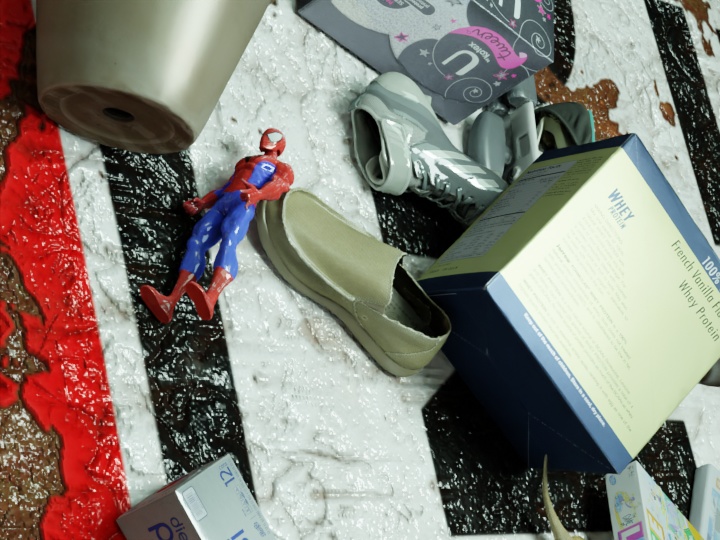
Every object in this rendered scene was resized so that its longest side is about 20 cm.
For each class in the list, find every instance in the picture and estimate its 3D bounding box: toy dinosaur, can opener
[{"bbox_3d":[0.189,0.257,1.486,0.200,0.058,0.102,50,25,-26],"label":"toy dinosaur"},{"bbox_3d":[0.136,-0.168,1.661,0.066,0.052,0.202,25,51,-36],"label":"can opener"}]

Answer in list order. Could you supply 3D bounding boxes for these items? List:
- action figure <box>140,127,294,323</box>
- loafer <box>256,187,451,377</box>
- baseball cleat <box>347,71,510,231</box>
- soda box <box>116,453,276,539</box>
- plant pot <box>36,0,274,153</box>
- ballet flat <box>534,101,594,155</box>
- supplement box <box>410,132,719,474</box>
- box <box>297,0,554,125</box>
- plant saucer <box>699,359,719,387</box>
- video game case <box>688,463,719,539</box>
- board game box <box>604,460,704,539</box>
[{"bbox_3d":[-0.098,-0.043,1.323,0.052,0.065,0.201,61,36,-27],"label":"action figure"},{"bbox_3d":[0.000,0.000,1.402,0.200,0.067,0.076,43,42,-22],"label":"loafer"},{"bbox_3d":[0.061,-0.075,1.527,0.200,0.070,0.106,47,48,-4],"label":"baseball cleat"},{"bbox_3d":[-0.079,0.231,1.180,0.063,0.068,0.201,-31,92,-52],"label":"soda box"},{"bbox_3d":[-0.155,-0.187,1.265,0.199,0.199,0.175,26,66,-36],"label":"plant pot"},{"bbox_3d":[0.196,-0.089,1.657,0.068,0.068,0.201,8,37,-14],"label":"ballet flat"},{"bbox_3d":[0.184,0.028,1.472,0.200,0.134,0.201,-44,108,-23],"label":"supplement box"},{"bbox_3d":[0.063,-0.245,1.562,0.199,0.132,0.116,32,46,-31],"label":"box"},{"bbox_3d":[0.284,0.030,1.634,0.032,0.200,0.201,-32,94,-13],"label":"plant saucer"},{"bbox_3d":[0.369,0.312,1.663,0.182,0.023,0.201,41,43,-24],"label":"video game case"},{"bbox_3d":[0.267,0.280,1.507,0.135,0.034,0.201,47,26,-32],"label":"board game box"}]
